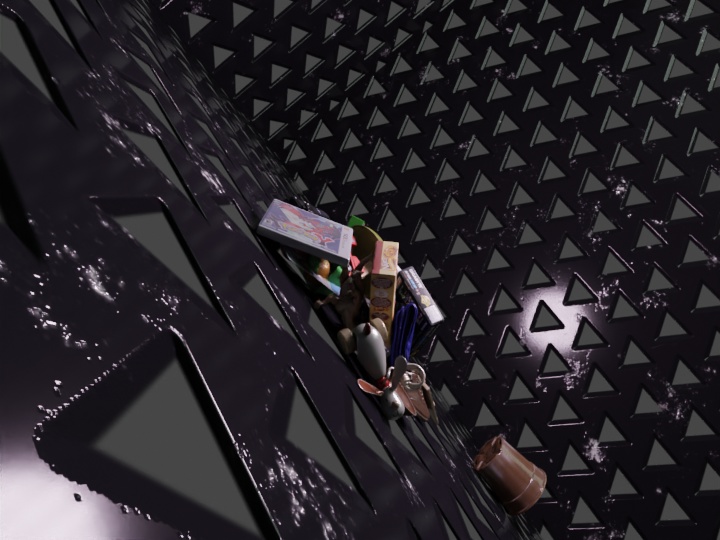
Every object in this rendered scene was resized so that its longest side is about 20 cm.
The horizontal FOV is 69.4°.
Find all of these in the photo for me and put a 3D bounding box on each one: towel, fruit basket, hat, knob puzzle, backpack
[{"bbox_3d":[0.089,0.156,1.166,0.048,0.152,0.200,12,-10,5],"label":"towel"},{"bbox_3d":[-0.117,-0.037,1.155,0.200,0.093,0.186,46,7,-44],"label":"fruit basket"},{"bbox_3d":[0.013,0.140,1.340,0.204,0.080,0.201,60,-3,5],"label":"hat"},{"bbox_3d":[0.162,0.328,1.519,0.221,0.030,0.221,54,-14,20],"label":"knob puzzle"},{"bbox_3d":[-0.133,-0.108,1.467,0.164,0.154,0.199,51,24,10],"label":"backpack"}]

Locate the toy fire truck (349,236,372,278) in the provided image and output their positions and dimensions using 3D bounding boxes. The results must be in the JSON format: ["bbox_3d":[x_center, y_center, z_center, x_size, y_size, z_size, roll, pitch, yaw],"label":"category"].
[{"bbox_3d":[0.000,0.000,1.268,0.139,0.049,0.204,12,49,-38],"label":"toy fire truck"}]

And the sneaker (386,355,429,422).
[{"bbox_3d":[0.136,0.308,1.384,0.202,0.075,0.070,53,2,-5],"label":"sneaker"}]

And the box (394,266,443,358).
[{"bbox_3d":[0.120,0.115,1.323,0.161,0.045,0.201,60,-31,24],"label":"box"}]

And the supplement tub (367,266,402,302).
[{"bbox_3d":[0.030,0.046,1.513,0.133,0.198,0.132,52,2,-3],"label":"supplement tub"}]

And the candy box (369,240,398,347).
[{"bbox_3d":[0.049,0.053,1.136,0.117,0.054,0.204,-81,174,-52],"label":"candy box"}]

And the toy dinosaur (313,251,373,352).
[{"bbox_3d":[-0.019,0.060,1.118,0.084,0.204,0.136,7,-26,29],"label":"toy dinosaur"}]

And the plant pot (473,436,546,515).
[{"bbox_3d":[0.523,0.724,1.867,0.198,0.201,0.200,44,3,1],"label":"plant pot"}]

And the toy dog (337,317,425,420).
[{"bbox_3d":[0.036,0.175,0.996,0.200,0.132,0.097,44,-21,11],"label":"toy dog"}]

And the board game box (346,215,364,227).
[{"bbox_3d":[-0.047,-0.055,1.510,0.040,0.204,0.153,24,3,0],"label":"board game box"}]

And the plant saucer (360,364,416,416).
[{"bbox_3d":[0.051,0.242,1.146,0.202,0.036,0.200,53,3,-4],"label":"plant saucer"}]

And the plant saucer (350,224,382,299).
[{"bbox_3d":[0.024,-0.022,1.348,0.199,0.031,0.205,33,-47,44],"label":"plant saucer"}]

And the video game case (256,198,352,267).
[{"bbox_3d":[-0.112,-0.085,1.116,0.196,0.023,0.183,20,23,-7],"label":"video game case"}]

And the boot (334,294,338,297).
[{"bbox_3d":[-0.056,-0.013,1.374,0.201,0.066,0.134,56,41,-59],"label":"boot"}]

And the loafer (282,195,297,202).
[{"bbox_3d":[-0.212,-0.201,1.785,0.069,0.070,0.201,54,2,17],"label":"loafer"}]
